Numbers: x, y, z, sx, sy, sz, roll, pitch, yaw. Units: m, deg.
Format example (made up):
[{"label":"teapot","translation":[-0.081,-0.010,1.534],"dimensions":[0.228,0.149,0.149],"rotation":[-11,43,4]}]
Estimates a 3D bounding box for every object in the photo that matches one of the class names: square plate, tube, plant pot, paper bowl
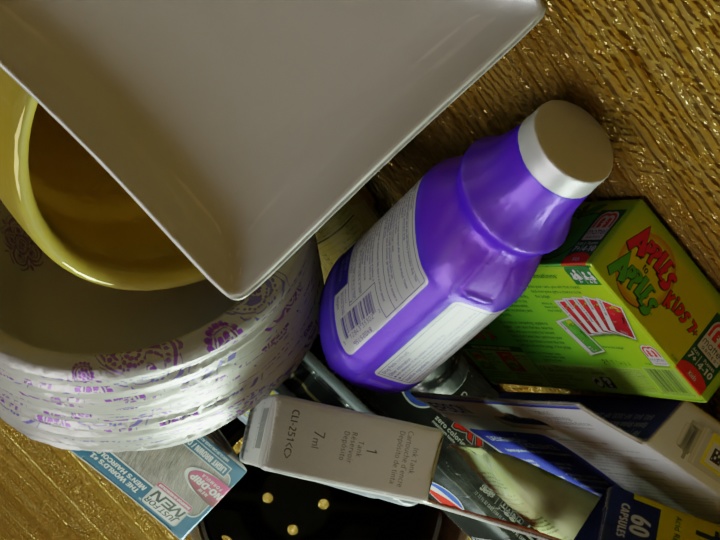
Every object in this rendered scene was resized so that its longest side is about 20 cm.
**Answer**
[{"label":"square plate","translation":[-0.052,-0.122,0.955],"dimensions":[0.200,0.198,0.028],"rotation":[46,-176,-16]},{"label":"tube","translation":[0.142,0.155,1.236],"dimensions":[0.200,0.052,0.058],"rotation":[34,130,-6]},{"label":"plant pot","translation":[-0.126,-0.121,1.095],"dimensions":[0.189,0.201,0.201],"rotation":[43,167,42]},{"label":"plant pot","translation":[-0.037,0.163,1.541],"dimensions":[0.200,0.200,0.198],"rotation":[41,168,-3]},{"label":"paper bowl","translation":[-0.119,0.017,1.166],"dimensions":[0.200,0.201,0.105],"rotation":[27,144,34]}]

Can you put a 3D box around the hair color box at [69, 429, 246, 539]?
[{"label":"hair color box","translation":[-0.147,0.074,1.311],"dimensions":[0.100,0.061,0.200],"rotation":[43,-178,-29]}]

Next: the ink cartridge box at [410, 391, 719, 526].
[{"label":"ink cartridge box","translation":[0.155,0.108,1.220],"dimensions":[0.200,0.047,0.198],"rotation":[37,164,-20]}]

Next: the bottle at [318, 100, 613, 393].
[{"label":"bottle","translation":[0.051,-0.013,1.077],"dimensions":[0.065,0.084,0.200],"rotation":[19,141,-24]}]

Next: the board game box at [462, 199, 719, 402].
[{"label":"board game box","translation":[0.108,0.015,1.148],"dimensions":[0.102,0.048,0.200],"rotation":[48,159,-20]}]

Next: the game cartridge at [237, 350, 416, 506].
[{"label":"game cartridge","translation":[-0.055,0.075,1.365],"dimensions":[0.200,0.041,0.133],"rotation":[45,165,-24]}]

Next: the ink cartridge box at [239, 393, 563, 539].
[{"label":"ink cartridge box","translation":[0.025,0.110,1.207],"dimensions":[0.176,0.045,0.200],"rotation":[14,175,-5]}]

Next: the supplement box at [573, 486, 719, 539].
[{"label":"supplement box","translation":[0.199,0.219,1.151],"dimensions":[0.199,0.109,0.110],"rotation":[21,136,-4]}]

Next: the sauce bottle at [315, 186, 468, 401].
[{"label":"sauce bottle","translation":[0.000,0.000,1.288],"dimensions":[0.066,0.066,0.200],"rotation":[16,149,49]}]

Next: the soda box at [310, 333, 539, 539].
[{"label":"soda box","translation":[0.051,0.098,1.394],"dimensions":[0.200,0.071,0.063],"rotation":[46,159,-16]}]
